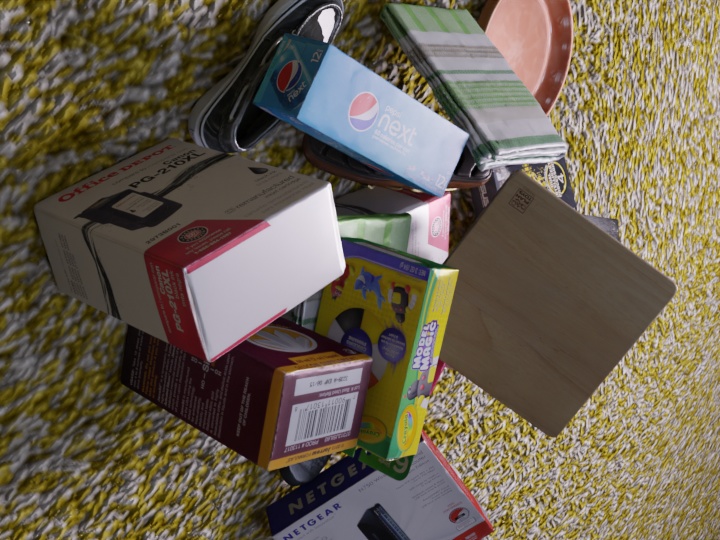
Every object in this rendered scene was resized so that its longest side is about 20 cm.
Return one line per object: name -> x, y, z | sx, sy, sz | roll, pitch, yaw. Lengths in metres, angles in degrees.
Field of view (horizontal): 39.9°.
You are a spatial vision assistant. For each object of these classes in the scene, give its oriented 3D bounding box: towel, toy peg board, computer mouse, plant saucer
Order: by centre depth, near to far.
towel -> -0.017, 0.042, 0.957 | 0.149, 0.031, 0.200 | -6, 110, -50
towel -> 0.115, -0.189, 1.012 | 0.149, 0.200, 0.031 | -11, 152, -49
toy peg board -> 0.177, 0.027, 1.025 | 0.199, 0.200, 0.098 | -54, -176, 12
computer mouse -> -0.033, 0.154, 1.122 | 0.059, 0.034, 0.200 | 47, 64, -26
plant saucer -> 0.189, -0.258, 1.185 | 0.200, 0.032, 0.200 | -26, 126, -42

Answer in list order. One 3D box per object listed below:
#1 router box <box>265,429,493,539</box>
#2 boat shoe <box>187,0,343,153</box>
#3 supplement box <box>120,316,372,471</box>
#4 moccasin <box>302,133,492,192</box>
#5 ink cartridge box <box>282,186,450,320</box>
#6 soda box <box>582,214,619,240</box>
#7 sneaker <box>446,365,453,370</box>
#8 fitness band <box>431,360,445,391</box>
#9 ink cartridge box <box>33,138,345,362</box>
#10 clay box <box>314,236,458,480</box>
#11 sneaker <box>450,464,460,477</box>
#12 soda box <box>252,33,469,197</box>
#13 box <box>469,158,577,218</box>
router box -> 0.023, 0.284, 1.126 | 0.200, 0.049, 0.180 | -34, 122, 4
boat shoe -> -0.067, -0.175, 0.885 | 0.200, 0.071, 0.072 | -55, 140, -16
supplement box -> -0.103, 0.087, 0.863 | 0.110, 0.200, 0.086 | -3, 109, -49
moccasin -> 0.034, -0.116, 1.012 | 0.201, 0.078, 0.074 | -2, 81, -26
ink cartridge box -> 0.000, 0.000, 1.039 | 0.200, 0.085, 0.146 | -26, 126, -42
soda box -> 0.231, -0.033, 1.186 | 0.200, 0.063, 0.071 | 4, 80, -43
sneaker -> 0.174, 0.072, 1.280 | 0.200, 0.088, 0.076 | -39, 132, -34
fitness band -> 0.074, 0.119, 1.155 | 0.200, 0.037, 0.144 | -64, 174, 26
ink cartridge box -> -0.135, -0.025, 0.772 | 0.145, 0.200, 0.084 | -34, 128, -36
clay box -> 0.010, 0.080, 0.889 | 0.048, 0.115, 0.200 | 3, 102, -50
sneaker -> 0.036, 0.305, 1.245 | 0.200, 0.076, 0.105 | -12, 127, -33
soda box -> 0.006, -0.133, 0.875 | 0.200, 0.064, 0.068 | 23, 92, -47
box -> 0.218, -0.043, 1.253 | 0.161, 0.049, 0.200 | -18, 96, -42
